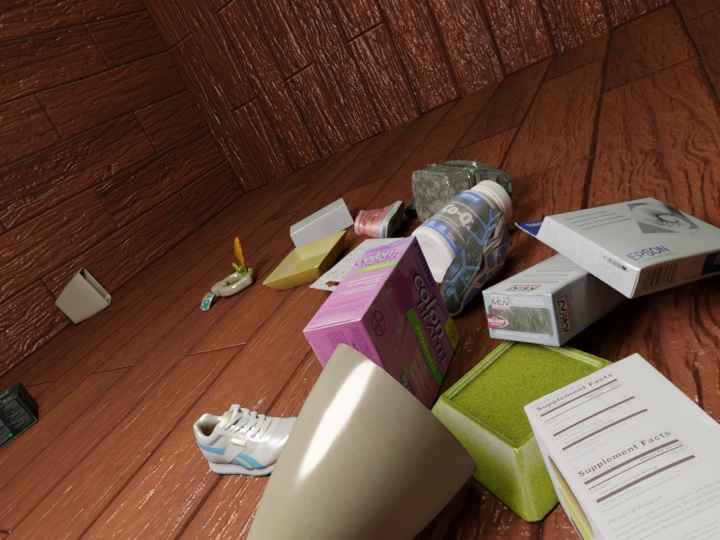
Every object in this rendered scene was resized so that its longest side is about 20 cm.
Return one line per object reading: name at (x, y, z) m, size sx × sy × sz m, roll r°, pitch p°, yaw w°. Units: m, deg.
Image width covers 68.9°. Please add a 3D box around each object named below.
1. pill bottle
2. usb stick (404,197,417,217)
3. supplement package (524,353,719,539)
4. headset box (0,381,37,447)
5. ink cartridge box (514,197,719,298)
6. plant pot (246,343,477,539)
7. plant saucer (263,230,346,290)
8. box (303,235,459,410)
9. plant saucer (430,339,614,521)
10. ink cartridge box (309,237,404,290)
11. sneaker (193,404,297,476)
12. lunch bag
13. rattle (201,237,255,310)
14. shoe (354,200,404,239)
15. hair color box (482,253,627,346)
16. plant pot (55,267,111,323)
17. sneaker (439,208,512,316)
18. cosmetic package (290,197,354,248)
pill bottle at (0.195, -0.079, 0.997) m, size 0.198 × 0.116 × 0.112 m, roll -39°, pitch 22°, yaw -26°
usb stick at (0.174, -0.206, 1.459) m, size 0.054 × 0.033 × 0.201 m, roll -13°, pitch 26°, yaw 35°
supplement package at (0.211, 0.171, 0.363) m, size 0.106 × 0.117 × 0.201 m, roll -25°, pitch 18°, yaw 5°
headset box at (-1.029, 0.425, 1.496) m, size 0.173 × 0.095 × 0.197 m, roll -39°, pitch 21°, yaw -26°
ink cartridge box at (0.330, -0.048, 0.658) m, size 0.193 × 0.042 × 0.200 m, roll -11°, pitch 31°, yaw -23°
plant pot at (-0.016, 0.214, 0.515) m, size 0.201 × 0.188 × 0.186 m, roll -48°, pitch 25°, yaw -15°
plant saucer at (-0.139, -0.018, 1.413) m, size 0.195 × 0.050 × 0.201 m, roll -17°, pitch 22°, yaw 32°
box at (0.040, 0.088, 0.710) m, size 0.094 × 0.180 × 0.201 m, roll -14°, pitch 23°, yaw 33°
plant saucer at (0.181, 0.141, 0.579) m, size 0.197 × 0.049 × 0.198 m, roll -36°, pitch 21°, yaw -16°
ink cartridge box at (0.000, 0.000, 1.184) m, size 0.199 × 0.051 × 0.159 m, roll -43°, pitch 23°, yaw -25°
sneaker at (-0.164, 0.241, 0.763) m, size 0.194 × 0.083 × 0.077 m, roll -17°, pitch 20°, yaw 27°
lunch bag at (0.224, -0.173, 1.173) m, size 0.162 × 0.145 × 0.199 m, roll -16°, pitch 16°, yaw -16°
rattle at (-0.431, 0.016, 1.608) m, size 0.193 × 0.146 × 0.132 m, roll -20°, pitch 38°, yaw 6°
shoe at (0.050, -0.133, 1.324) m, size 0.088 × 0.074 × 0.200 m, roll 10°, pitch 25°, yaw 15°
hair color box at (0.253, 0.026, 0.657) m, size 0.195 × 0.063 × 0.097 m, roll -20°, pitch 11°, yaw -36°
plant pot at (-1.334, 0.133, 2.512) m, size 0.177 × 0.202 × 0.199 m, roll -43°, pitch 22°, yaw -13°
sneaker at (0.201, -0.004, 0.880) m, size 0.075 × 0.077 × 0.203 m, roll 9°, pitch 60°, yaw 55°
cosmetic package at (-0.123, -0.142, 1.657) m, size 0.195 × 0.073 × 0.102 m, roll -28°, pitch 20°, yaw 2°
